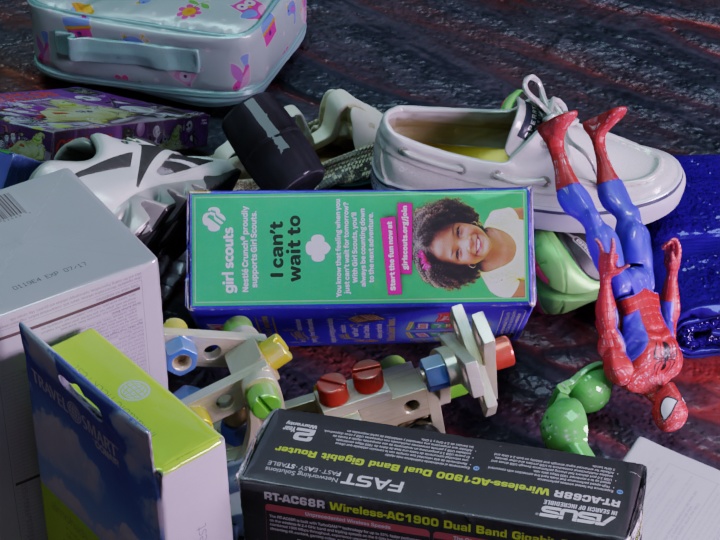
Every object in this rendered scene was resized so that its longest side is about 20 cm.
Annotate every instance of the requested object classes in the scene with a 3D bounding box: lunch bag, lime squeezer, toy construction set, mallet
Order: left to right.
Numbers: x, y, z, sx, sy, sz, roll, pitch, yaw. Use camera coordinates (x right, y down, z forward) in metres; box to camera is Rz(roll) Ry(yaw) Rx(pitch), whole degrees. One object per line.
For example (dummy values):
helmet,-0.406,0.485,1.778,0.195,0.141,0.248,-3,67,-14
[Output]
lunch bag,-0.151,-0.193,1.698,0.200,0.077,0.160,9,38,15
mallet,-0.057,-0.059,1.412,0.041,0.200,0.066,-32,83,-8
toy construction set,-0.010,0.069,1.264,0.200,0.131,0.092,-8,38,4
lime squeezer,0.147,0.083,1.325,0.071,0.038,0.200,7,35,12

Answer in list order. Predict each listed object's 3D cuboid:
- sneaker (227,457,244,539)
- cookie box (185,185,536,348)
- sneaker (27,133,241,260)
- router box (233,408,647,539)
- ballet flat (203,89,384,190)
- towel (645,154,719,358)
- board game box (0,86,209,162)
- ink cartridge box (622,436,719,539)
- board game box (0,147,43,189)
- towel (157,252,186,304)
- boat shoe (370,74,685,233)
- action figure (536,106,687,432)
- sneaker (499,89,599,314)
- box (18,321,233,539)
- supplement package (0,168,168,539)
sneaker,-0.018,0.147,1.214,0.200,0.070,0.082,-6,40,2
cookie box,0.000,0.000,1.337,0.200,0.075,0.171,-2,-9,0
sneaker,-0.137,-0.052,1.343,0.089,0.074,0.200,38,13,9
router box,0.041,0.158,1.124,0.200,0.150,0.062,8,36,13
ballet flat,-0.037,-0.084,1.537,0.200,0.075,0.068,-22,39,-26
towel,0.255,-0.016,1.440,0.148,0.050,0.200,2,34,-5
board game box,-0.206,-0.101,1.538,0.120,0.032,0.200,8,11,25
ink cartridge box,0.212,0.174,1.167,0.200,0.059,0.104,22,41,20
board game box,-0.281,0.009,1.329,0.135,0.200,0.034,20,1,28
towel,-0.224,0.000,1.419,0.166,0.086,0.200,14,38,22
boat shoe,0.108,-0.081,1.405,0.202,0.086,0.075,6,44,3
action figure,0.161,0.000,1.333,0.065,0.200,0.052,-7,-11,-40
sneaker,0.133,-0.044,1.485,0.084,0.077,0.200,-3,45,-12
box,-0.117,0.124,1.136,0.048,0.200,0.122,-26,42,-31
supplement package,-0.178,0.066,1.222,0.114,0.200,0.110,-20,40,-26
